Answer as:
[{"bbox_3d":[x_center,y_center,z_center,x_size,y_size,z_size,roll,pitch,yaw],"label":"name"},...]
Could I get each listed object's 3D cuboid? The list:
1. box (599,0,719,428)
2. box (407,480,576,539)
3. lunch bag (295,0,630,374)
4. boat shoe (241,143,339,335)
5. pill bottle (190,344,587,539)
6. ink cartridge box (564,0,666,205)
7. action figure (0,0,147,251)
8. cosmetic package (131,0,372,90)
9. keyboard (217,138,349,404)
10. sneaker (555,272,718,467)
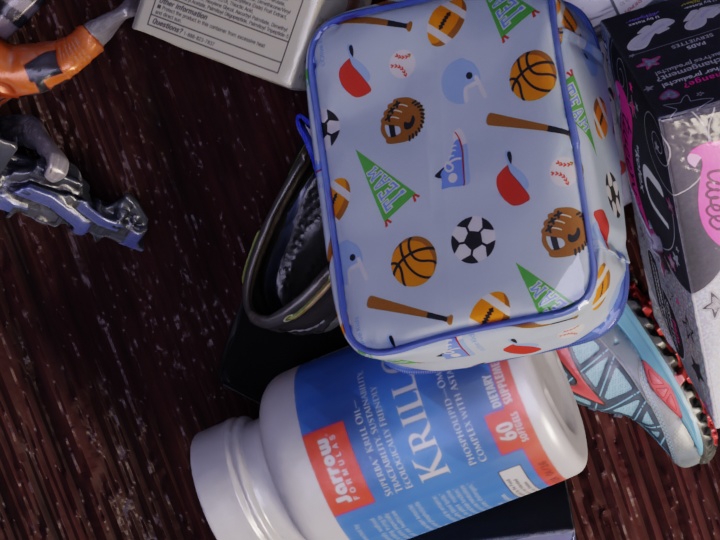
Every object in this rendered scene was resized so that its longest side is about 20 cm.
[{"bbox_3d":[0.213,-0.038,1.107,0.132,0.115,0.200,-17,123,-1],"label":"box"},{"bbox_3d":[0.063,0.234,1.254,0.148,0.104,0.200,-9,102,4],"label":"box"},{"bbox_3d":[0.049,-0.052,1.095,0.160,0.076,0.200,-13,74,22],"label":"lunch bag"},{"bbox_3d":[-0.001,-0.052,1.184,0.072,0.061,0.201,33,105,23],"label":"boat shoe"},{"bbox_3d":[0.014,0.093,1.168,0.200,0.112,0.112,-23,101,12],"label":"pill bottle"},{"bbox_3d":[0.138,-0.149,1.179,0.146,0.086,0.200,-29,99,7],"label":"ink cartridge box"},{"bbox_3d":[-0.196,-0.094,1.211,0.200,0.105,0.194,29,110,-31],"label":"action figure"},{"bbox_3d":[-0.035,-0.205,1.151,0.103,0.087,0.200,23,99,16],"label":"cosmetic package"},{"bbox_3d":[0.000,0.000,1.231,0.127,0.021,0.200,26,104,23],"label":"keyboard"},{"bbox_3d":[0.126,0.041,1.235,0.095,0.079,0.200,-39,91,18],"label":"sneaker"}]
